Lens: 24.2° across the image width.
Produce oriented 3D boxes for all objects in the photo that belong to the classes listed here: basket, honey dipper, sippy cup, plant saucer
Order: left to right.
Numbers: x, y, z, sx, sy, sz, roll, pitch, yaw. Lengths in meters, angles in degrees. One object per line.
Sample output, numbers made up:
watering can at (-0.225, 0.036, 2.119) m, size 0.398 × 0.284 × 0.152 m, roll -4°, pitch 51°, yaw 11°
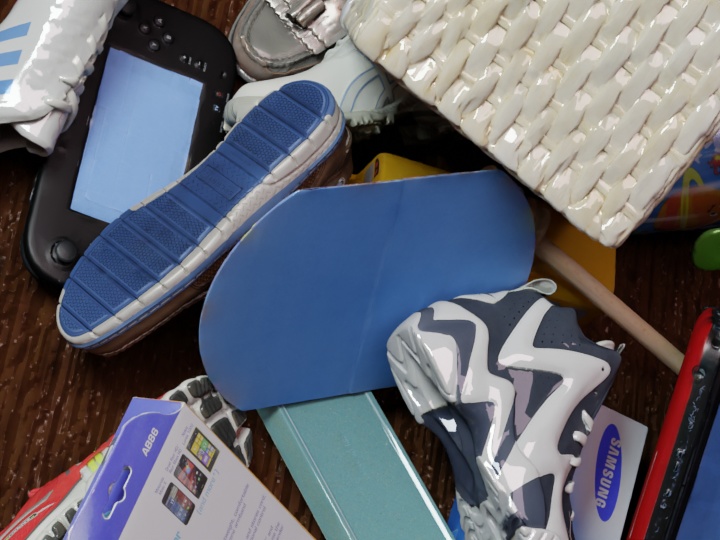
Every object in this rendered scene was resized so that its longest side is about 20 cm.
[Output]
plant saucer at (-0.005, 0.107, 0.957) m, size 0.069 × 0.019 × 0.201 m, roll -17°, pitch 61°, yaw -27°
basket at (0.115, -0.148, 0.922) m, size 0.198 × 0.161 × 0.200 m, roll 38°, pitch 102°, yaw -6°
honey dipper at (0.139, 0.012, 0.985) m, size 0.200 × 0.038 × 0.038 m, roll 37°, pitch 60°, yaw -17°
sippy cup at (0.191, -0.081, 1.081) m, size 0.129 × 0.178 × 0.141 m, roll -13°, pitch 103°, yaw -14°

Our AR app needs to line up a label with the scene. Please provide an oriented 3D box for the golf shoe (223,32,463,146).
golf shoe at (0.000, -0.124, 1.038) m, size 0.199 × 0.078 × 0.098 m, roll -8°, pitch 88°, yaw -34°

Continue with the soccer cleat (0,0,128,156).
soccer cleat at (-0.175, -0.117, 0.949) m, size 0.200 × 0.070 × 0.086 m, roll -43°, pitch 71°, yaw -1°

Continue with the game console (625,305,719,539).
game console at (0.219, 0.133, 0.958) m, size 0.118 × 0.172 × 0.202 m, roll 17°, pitch 97°, yaw 10°

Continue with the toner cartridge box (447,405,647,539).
toner cartridge box at (0.098, 0.166, 0.985) m, size 0.094 × 0.043 × 0.201 m, roll 25°, pitch 62°, yaw -11°

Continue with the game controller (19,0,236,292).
game controller at (-0.134, -0.071, 0.992) m, size 0.104 × 0.042 × 0.202 m, roll 16°, pitch 65°, yaw -15°

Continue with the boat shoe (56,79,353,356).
boat shoe at (-0.077, -0.015, 0.937) m, size 0.200 × 0.073 × 0.072 m, roll -40°, pitch 45°, yaw -9°

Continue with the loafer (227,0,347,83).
loafer at (-0.004, -0.190, 1.079) m, size 0.200 × 0.063 × 0.072 m, roll -39°, pitch 86°, yaw -29°

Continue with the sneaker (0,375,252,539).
sneaker at (-0.135, 0.118, 0.897) m, size 0.200 × 0.084 × 0.078 m, roll -37°, pitch 113°, yaw -48°

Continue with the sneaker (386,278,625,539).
sneaker at (0.111, 0.096, 0.940) m, size 0.129 × 0.079 × 0.200 m, roll -25°, pitch 82°, yaw -24°

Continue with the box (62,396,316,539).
box at (-0.087, 0.156, 0.854) m, size 0.200 × 0.041 × 0.120 m, roll 52°, pitch 51°, yaw -40°

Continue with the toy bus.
toy bus at (0.050, -0.016, 1.018) m, size 0.199 × 0.078 × 0.066 m, roll 16°, pitch 64°, yaw -18°

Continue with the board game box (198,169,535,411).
board game box at (0.000, 0.000, 0.930) m, size 0.198 × 0.159 × 0.039 m, roll -8°, pitch 44°, yaw -24°
